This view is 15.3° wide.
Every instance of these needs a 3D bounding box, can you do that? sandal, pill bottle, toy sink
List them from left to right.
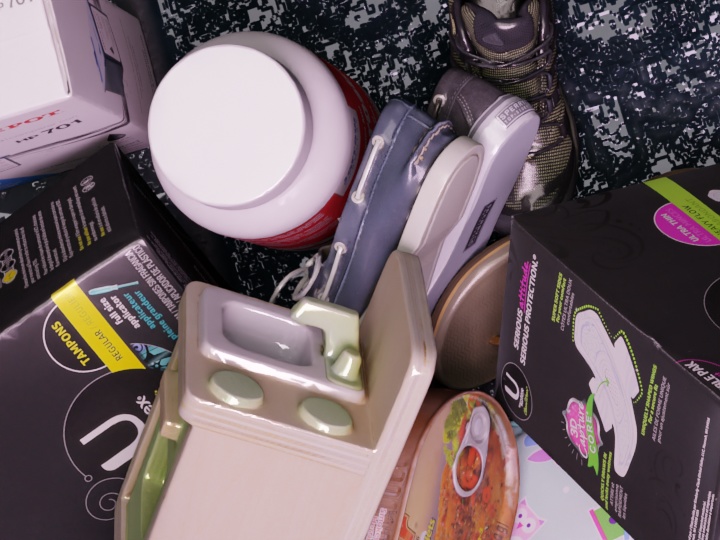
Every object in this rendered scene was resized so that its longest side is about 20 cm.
[{"bbox_3d":[-0.051,0.085,1.370,0.111,0.131,0.201,17,115,-13],"label":"toy sink"},{"bbox_3d":[-0.052,-0.071,1.481,0.112,0.200,0.113,0,88,10],"label":"pill bottle"},{"bbox_3d":[0.126,0.009,1.504,0.199,0.081,0.054,-26,38,4],"label":"sandal"}]

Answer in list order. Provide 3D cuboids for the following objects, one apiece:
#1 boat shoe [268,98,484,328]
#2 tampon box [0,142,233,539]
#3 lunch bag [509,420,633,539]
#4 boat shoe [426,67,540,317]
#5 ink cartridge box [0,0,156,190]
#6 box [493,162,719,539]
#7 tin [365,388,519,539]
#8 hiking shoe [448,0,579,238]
[{"bbox_3d":[0.000,0.000,1.449,0.062,0.075,0.201,35,124,17],"label":"boat shoe"},{"bbox_3d":[-0.167,0.062,1.486,0.200,0.126,0.150,-35,118,6],"label":"tampon box"},{"bbox_3d":[0.133,0.176,1.462,0.199,0.077,0.161,13,69,27],"label":"lunch bag"},{"bbox_3d":[0.032,-0.027,1.503,0.066,0.070,0.201,38,129,17],"label":"boat shoe"},{"bbox_3d":[-0.209,-0.103,1.510,0.146,0.200,0.086,-16,85,9],"label":"ink cartridge box"},{"bbox_3d":[0.184,0.053,1.401,0.200,0.148,0.125,44,139,45],"label":"box"},{"bbox_3d":[0.030,0.159,1.402,0.042,0.112,0.201,7,74,30],"label":"tin"},{"bbox_3d":[0.077,-0.114,1.510,0.075,0.101,0.201,-10,86,10],"label":"hiking shoe"}]
